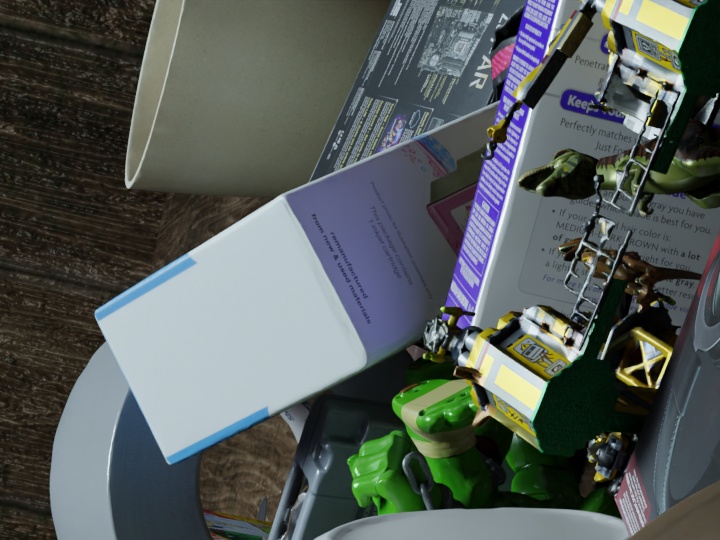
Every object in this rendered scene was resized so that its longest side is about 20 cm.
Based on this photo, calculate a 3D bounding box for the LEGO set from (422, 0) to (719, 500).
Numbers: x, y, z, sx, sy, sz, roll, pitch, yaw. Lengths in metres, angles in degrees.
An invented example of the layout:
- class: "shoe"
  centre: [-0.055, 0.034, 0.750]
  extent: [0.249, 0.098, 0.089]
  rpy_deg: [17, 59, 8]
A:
- class: "LEGO set"
  centre: [0.093, -0.030, 0.836]
  extent: [0.116, 0.154, 0.200]
  rpy_deg: [34, 116, 46]

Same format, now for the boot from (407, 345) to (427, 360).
- class: "boot"
  centre: [0.032, 0.043, 1.331]
  extent: [0.186, 0.064, 0.200]
  rpy_deg: [-30, 50, 57]

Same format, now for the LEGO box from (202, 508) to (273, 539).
- class: "LEGO box"
  centre: [-0.064, 0.199, 1.419]
  extent: [0.200, 0.149, 0.077]
  rpy_deg: [-171, 93, -78]

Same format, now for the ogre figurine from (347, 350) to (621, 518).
- class: "ogre figurine"
  centre: [0.057, 0.094, 0.997]
  extent: [0.200, 0.098, 0.120]
  rpy_deg: [-89, -22, -78]

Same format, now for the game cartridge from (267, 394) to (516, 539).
- class: "game cartridge"
  centre: [0.015, 0.156, 1.111]
  extent: [0.042, 0.133, 0.200]
  rpy_deg: [50, 127, 56]

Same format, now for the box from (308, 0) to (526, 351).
- class: "box"
  centre: [0.036, -0.066, 1.285]
  extent: [0.160, 0.043, 0.200]
  rpy_deg: [21, 87, 62]

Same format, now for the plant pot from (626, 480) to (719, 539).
- class: "plant pot"
  centre: [0.138, 0.154, 0.462]
  extent: [0.175, 0.200, 0.201]
  rpy_deg: [29, 107, 58]

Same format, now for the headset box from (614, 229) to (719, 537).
- class: "headset box"
  centre: [0.150, 0.050, 0.720]
  extent: [0.149, 0.077, 0.200]
  rpy_deg: [-101, 27, -64]

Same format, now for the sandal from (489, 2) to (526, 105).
- class: "sandal"
  centre: [0.098, -0.118, 1.127]
  extent: [0.200, 0.045, 0.075]
  rpy_deg: [-48, 11, 45]

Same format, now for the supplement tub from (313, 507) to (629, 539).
- class: "supplement tub"
  centre: [0.046, 0.192, 0.837]
  extent: [0.140, 0.140, 0.200]
  rpy_deg: [-165, 73, -79]

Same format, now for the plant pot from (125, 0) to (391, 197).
- class: "plant pot"
  centre: [-0.029, -0.122, 1.464]
  extent: [0.187, 0.200, 0.188]
  rpy_deg: [-168, 90, -79]

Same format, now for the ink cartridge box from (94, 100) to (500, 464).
- class: "ink cartridge box"
  centre: [0.000, 0.000, 1.083]
  extent: [0.144, 0.200, 0.085]
  rpy_deg: [-29, 87, 42]

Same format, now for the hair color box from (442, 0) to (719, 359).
- class: "hair color box"
  centre: [0.112, -0.054, 0.933]
  extent: [0.065, 0.109, 0.200]
  rpy_deg: [-116, 40, -75]

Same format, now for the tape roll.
- class: "tape roll"
  centre: [-0.053, 0.107, 1.177]
  extent: [0.066, 0.200, 0.201]
  rpy_deg: [-6, 70, 56]
